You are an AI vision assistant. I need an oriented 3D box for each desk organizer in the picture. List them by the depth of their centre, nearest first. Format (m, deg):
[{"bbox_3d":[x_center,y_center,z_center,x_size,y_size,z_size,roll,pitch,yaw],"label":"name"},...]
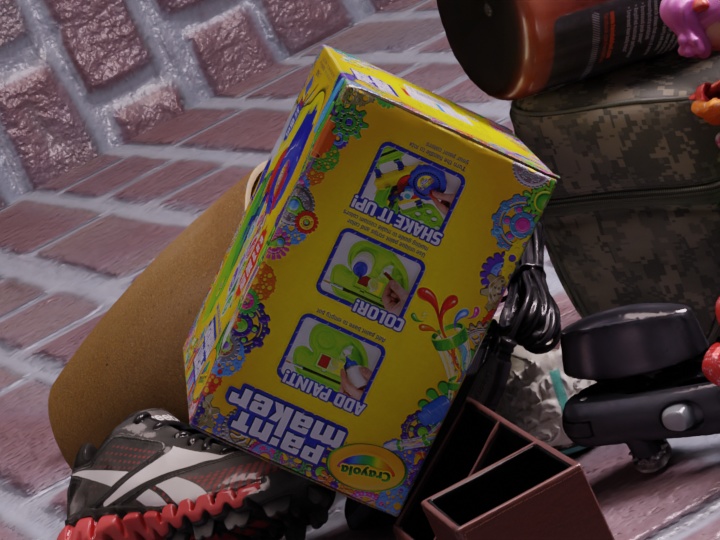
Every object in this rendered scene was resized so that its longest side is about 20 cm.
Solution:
[{"bbox_3d":[0.065,0.124,1.439,0.072,0.077,0.200,-27,12,-9],"label":"desk organizer"}]

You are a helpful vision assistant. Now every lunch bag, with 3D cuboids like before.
[{"bbox_3d":[0.179,-0.052,1.754,0.139,0.168,0.200,-4,20,18],"label":"lunch bag"}]

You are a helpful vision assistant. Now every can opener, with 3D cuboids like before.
[{"bbox_3d":[0.192,0.059,1.513,0.199,0.079,0.063,-4,29,29],"label":"can opener"}]

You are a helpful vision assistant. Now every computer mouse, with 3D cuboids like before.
[{"bbox_3d":[0.057,0.078,1.609,0.200,0.046,0.140,-58,11,17],"label":"computer mouse"}]

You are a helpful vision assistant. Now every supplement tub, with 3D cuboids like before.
[{"bbox_3d":[0.149,-0.169,1.683,0.200,0.107,0.107,-18,8,-22],"label":"supplement tub"}]

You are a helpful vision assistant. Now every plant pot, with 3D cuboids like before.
[{"bbox_3d":[-0.087,0.062,1.840,0.200,0.187,0.186,-31,9,22],"label":"plant pot"}]

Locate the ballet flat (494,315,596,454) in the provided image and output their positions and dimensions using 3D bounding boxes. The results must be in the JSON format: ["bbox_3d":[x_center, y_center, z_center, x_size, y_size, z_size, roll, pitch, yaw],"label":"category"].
[{"bbox_3d":[0.093,0.056,1.711,0.072,0.072,0.200,-27,11,-11],"label":"ballet flat"}]

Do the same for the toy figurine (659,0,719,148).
[{"bbox_3d":[0.224,-0.116,1.601,0.200,0.184,0.150,-39,9,-21],"label":"toy figurine"}]

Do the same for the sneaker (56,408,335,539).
[{"bbox_3d":[-0.098,0.120,1.723,0.200,0.098,0.071,-17,-26,37],"label":"sneaker"}]

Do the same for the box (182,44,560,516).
[{"bbox_3d":[0.000,0.000,1.588,0.200,0.122,0.193,-117,51,-80],"label":"box"}]

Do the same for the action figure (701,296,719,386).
[{"bbox_3d":[0.235,-0.017,1.492,0.200,0.052,0.065,-46,6,-17],"label":"action figure"}]
